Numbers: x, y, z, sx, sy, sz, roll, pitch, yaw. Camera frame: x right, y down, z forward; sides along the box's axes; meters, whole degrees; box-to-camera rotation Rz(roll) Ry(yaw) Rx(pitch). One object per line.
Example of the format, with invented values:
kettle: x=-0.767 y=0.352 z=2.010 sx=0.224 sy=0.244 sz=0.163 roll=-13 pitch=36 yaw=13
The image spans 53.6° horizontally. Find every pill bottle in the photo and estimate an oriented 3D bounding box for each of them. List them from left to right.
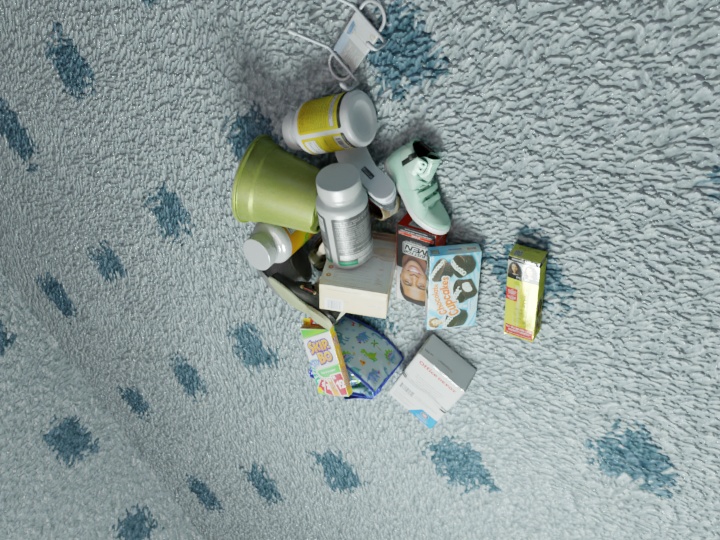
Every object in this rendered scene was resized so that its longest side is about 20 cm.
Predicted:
pill bottle: x=-0.189 y=-0.089 z=1.705 sx=0.109 sy=0.200 sz=0.113 roll=20 pitch=133 yaw=24
pill bottle: x=-0.070 y=-0.308 z=1.510 sx=0.196 sy=0.112 sz=0.115 roll=-1 pitch=121 yaw=39
pill bottle: x=-0.034 y=-0.114 z=1.498 sx=0.111 sy=0.114 sz=0.204 roll=19 pitch=139 yaw=26

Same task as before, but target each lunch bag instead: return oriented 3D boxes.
lunch bag: x=-0.008 y=0.231 z=1.821 sx=0.196 sy=0.170 sz=0.130 roll=22 pitch=129 yaw=22

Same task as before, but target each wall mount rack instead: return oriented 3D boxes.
wall mount rack: x=-0.043 y=-0.462 z=1.402 sx=0.174 sy=0.074 sz=0.200 roll=47 pitch=137 yaw=1

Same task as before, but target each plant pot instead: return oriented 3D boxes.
plant pot: x=-0.159 y=-0.173 z=1.574 sx=0.180 sy=0.202 sz=0.204 roll=20 pitch=133 yaw=12

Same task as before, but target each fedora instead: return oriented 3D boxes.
fedora: x=-0.186 y=-0.018 z=1.808 sx=0.090 sy=0.202 sz=0.176 roll=-39 pitch=130 yaw=17

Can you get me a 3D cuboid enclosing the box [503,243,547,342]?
box: x=0.343 y=0.048 z=1.490 sx=0.074 sy=0.050 sz=0.205 roll=17 pitch=130 yaw=27

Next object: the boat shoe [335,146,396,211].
boat shoe: x=0.014 y=-0.207 z=1.535 sx=0.201 sy=0.071 sz=0.068 roll=49 pitch=171 yaw=28

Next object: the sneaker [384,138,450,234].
sneaker: x=0.139 y=-0.172 z=1.467 sx=0.202 sy=0.073 sz=0.118 roll=53 pitch=144 yaw=-3

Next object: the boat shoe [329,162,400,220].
boat shoe: x=-0.007 y=-0.175 z=1.590 sx=0.197 sy=0.069 sz=0.075 roll=29 pitch=136 yaw=21

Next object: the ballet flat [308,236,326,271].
ballet flat: x=-0.088 y=-0.049 z=1.749 sx=0.068 sy=0.072 sz=0.200 roll=48 pitch=138 yaw=2

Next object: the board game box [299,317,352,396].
board game box: x=-0.085 y=0.211 z=1.737 sx=0.093 sy=0.030 sz=0.206 roll=-2 pitch=110 yaw=35

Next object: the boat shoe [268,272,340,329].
boat shoe: x=-0.131 y=0.060 z=1.688 sx=0.199 sy=0.064 sz=0.074 roll=31 pitch=159 yaw=19

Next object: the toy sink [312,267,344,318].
toy sink: x=-0.036 y=0.022 z=1.719 sx=0.112 sy=0.130 sz=0.200 roll=46 pitch=139 yaw=-1

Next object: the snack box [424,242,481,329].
snack box: x=0.200 y=0.037 z=1.562 sx=0.112 sy=0.038 sz=0.204 roll=-5 pitch=126 yaw=-4

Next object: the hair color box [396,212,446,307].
hair color box: x=0.135 y=-0.020 z=1.599 sx=0.099 sy=0.061 sz=0.204 roll=18 pitch=131 yaw=26

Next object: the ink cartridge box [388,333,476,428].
ink cartridge box: x=0.176 y=0.278 z=1.770 sx=0.145 sy=0.086 sz=0.202 roll=39 pitch=136 yaw=7

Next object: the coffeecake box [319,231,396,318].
coffeecake box: x=0.000 y=0.000 z=1.588 sx=0.149 sy=0.203 sz=0.074 roll=8 pitch=132 yaw=6
